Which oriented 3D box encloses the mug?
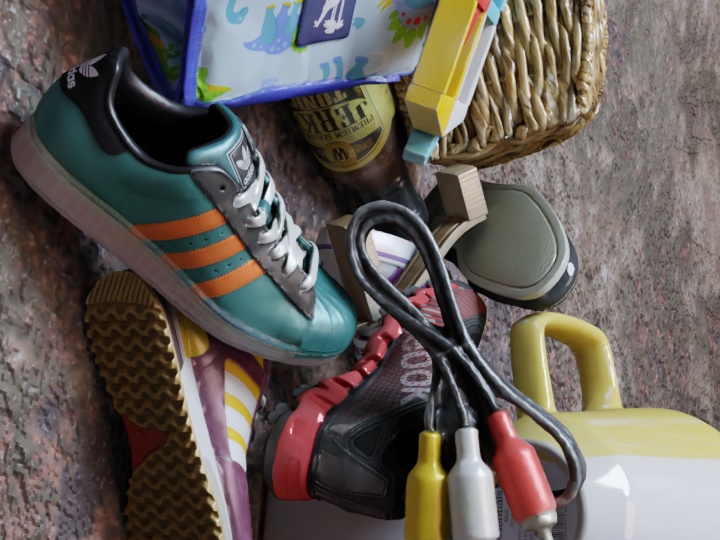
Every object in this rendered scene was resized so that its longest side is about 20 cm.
[{"bbox_3d":[0.124,0.135,0.797,0.153,0.187,0.149,16,117,-49],"label":"mug"}]

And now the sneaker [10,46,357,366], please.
[{"bbox_3d":[-0.069,-0.028,0.663,0.200,0.080,0.071,36,31,-21],"label":"sneaker"}]

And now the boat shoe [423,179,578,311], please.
[{"bbox_3d":[0.097,-0.013,0.879,0.068,0.200,0.072,41,89,-21],"label":"boat shoe"}]

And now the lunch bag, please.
[{"bbox_3d":[-0.042,-0.191,0.717,0.170,0.127,0.200,-15,106,-33],"label":"lunch bag"}]

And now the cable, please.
[{"bbox_3d":[0.052,0.056,0.681,0.050,0.097,0.200,-5,81,-83],"label":"cable"}]

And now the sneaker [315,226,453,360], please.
[{"bbox_3d":[0.024,0.055,0.900,0.200,0.073,0.114,45,54,-48],"label":"sneaker"}]

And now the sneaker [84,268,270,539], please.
[{"bbox_3d":[-0.079,0.086,0.721,0.090,0.075,0.200,-24,110,-52],"label":"sneaker"}]

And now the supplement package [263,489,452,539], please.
[{"bbox_3d":[0.039,0.193,0.865,0.200,0.120,0.121,21,70,-57],"label":"supplement package"}]

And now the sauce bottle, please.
[{"bbox_3d":[-0.008,-0.102,0.861,0.200,0.065,0.065,60,40,-35],"label":"sauce bottle"}]

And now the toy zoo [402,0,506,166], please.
[{"bbox_3d":[0.065,-0.155,0.765,0.131,0.020,0.200,-18,128,-79],"label":"toy zoo"}]

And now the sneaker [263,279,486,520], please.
[{"bbox_3d":[0.033,0.074,0.769,0.200,0.098,0.071,-42,143,-47],"label":"sneaker"}]

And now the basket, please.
[{"bbox_3d":[0.090,-0.177,0.902,0.149,0.143,0.200,-6,80,-75],"label":"basket"}]

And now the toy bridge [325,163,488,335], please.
[{"bbox_3d":[0.000,0.000,0.815,0.200,0.027,0.067,-26,111,-27],"label":"toy bridge"}]
